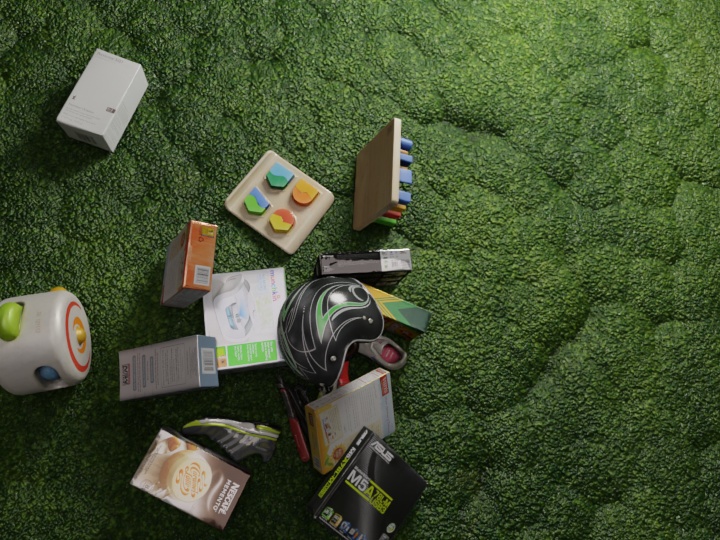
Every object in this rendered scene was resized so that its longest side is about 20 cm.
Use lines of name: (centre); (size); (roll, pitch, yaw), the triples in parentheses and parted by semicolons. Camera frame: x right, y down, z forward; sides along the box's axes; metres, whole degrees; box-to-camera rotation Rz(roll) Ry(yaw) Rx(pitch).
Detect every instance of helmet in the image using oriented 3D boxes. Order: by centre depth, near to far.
helmet: (-0.070, 0.117, 1.043); (0.190, 0.200, 0.201); (-24, 80, -33)

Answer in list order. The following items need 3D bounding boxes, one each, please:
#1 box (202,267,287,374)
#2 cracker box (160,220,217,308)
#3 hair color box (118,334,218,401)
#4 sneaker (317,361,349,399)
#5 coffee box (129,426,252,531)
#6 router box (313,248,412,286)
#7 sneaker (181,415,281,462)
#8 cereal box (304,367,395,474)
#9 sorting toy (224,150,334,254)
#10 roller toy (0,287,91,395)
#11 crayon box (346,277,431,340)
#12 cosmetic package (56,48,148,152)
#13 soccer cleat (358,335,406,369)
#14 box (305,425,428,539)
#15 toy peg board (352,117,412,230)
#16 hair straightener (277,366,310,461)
box: (-0.238, 0.109, 1.136); (0.174, 0.097, 0.202); (-5, 76, -10)
cracker box: (-0.353, -0.007, 1.090); (0.057, 0.199, 0.136); (11, 72, -31)
hair color box: (-0.381, 0.195, 1.054); (0.198, 0.061, 0.100); (-13, 75, 20)
sneaker: (-0.045, 0.258, 1.148); (0.084, 0.077, 0.202); (17, 73, -37)
coffee box: (-0.326, 0.405, 1.046); (0.199, 0.080, 0.115); (27, 72, -2)
router box: (0.000, 0.000, 1.180); (0.198, 0.149, 0.052); (-3, 76, -11)
sneaker: (-0.264, 0.343, 1.081); (0.198, 0.074, 0.082); (10, 76, -6)
cereal box: (-0.016, 0.302, 1.086); (0.199, 0.039, 0.146); (-18, 110, -37)
sorting toy: (-0.187, -0.165, 1.250); (0.199, 0.036, 0.186); (36, 72, 1)
roller toy: (-0.598, 0.134, 1.018); (0.138, 0.200, 0.185); (-9, 100, -12)
crayon box: (0.044, 0.088, 1.177); (0.198, 0.127, 0.051); (23, 72, -2)
cosmetic package: (-0.583, -0.387, 1.215); (0.112, 0.081, 0.202); (17, 73, -3)
soccer cleat: (0.016, 0.153, 1.174); (0.199, 0.086, 0.070); (27, 72, -2)
box: (0.019, 0.452, 1.073); (0.193, 0.047, 0.200); (-49, 115, -16)
toy peg board: (0.070, -0.208, 1.236); (0.097, 0.199, 0.202); (10, 73, -24)
hair straightener: (-0.126, 0.298, 1.142); (0.076, 0.041, 0.202); (-12, 70, -40)
